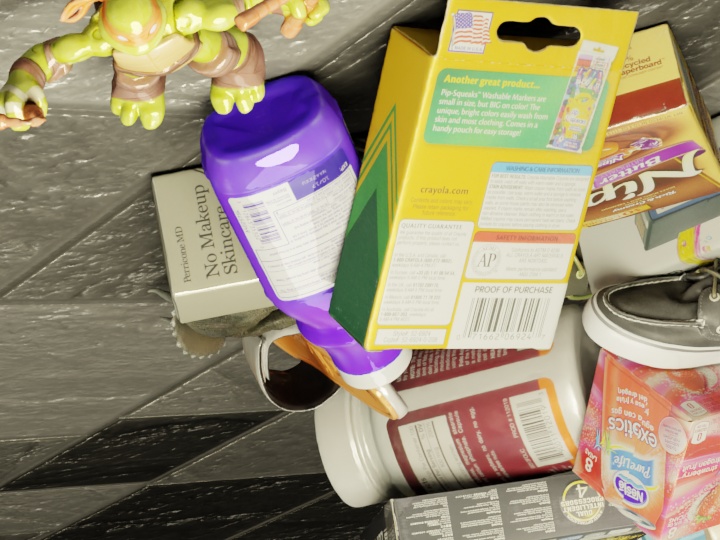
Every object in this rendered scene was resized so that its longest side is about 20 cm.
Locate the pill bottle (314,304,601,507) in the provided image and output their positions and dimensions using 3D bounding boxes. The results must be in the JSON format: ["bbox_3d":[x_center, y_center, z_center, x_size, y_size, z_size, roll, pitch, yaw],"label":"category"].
[{"bbox_3d":[0.076,0.101,1.603,0.198,0.115,0.114,-15,165,20],"label":"pill bottle"}]

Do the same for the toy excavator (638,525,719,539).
[{"bbox_3d":[0.235,0.155,1.655,0.099,0.196,0.200,-22,152,-2],"label":"toy excavator"}]

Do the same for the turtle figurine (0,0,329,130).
[{"bbox_3d":[-0.105,-0.106,1.065,0.198,0.065,0.161,-21,172,3],"label":"turtle figurine"}]

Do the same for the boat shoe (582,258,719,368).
[{"bbox_3d":[0.245,0.023,1.477,0.198,0.070,0.067,7,129,-9],"label":"boat shoe"}]

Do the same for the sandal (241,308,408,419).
[{"bbox_3d":[-0.043,0.066,1.574,0.059,0.079,0.206,-42,-150,-11],"label":"sandal"}]

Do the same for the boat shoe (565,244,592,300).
[{"bbox_3d":[0.137,-0.011,1.593,0.060,0.073,0.201,-22,169,37],"label":"boat shoe"}]

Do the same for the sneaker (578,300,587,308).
[{"bbox_3d":[0.195,0.062,1.735,0.200,0.085,0.075,-45,164,15],"label":"sneaker"}]

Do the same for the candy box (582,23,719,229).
[{"bbox_3d":[0.152,-0.081,1.374,0.116,0.057,0.200,-15,166,13],"label":"candy box"}]

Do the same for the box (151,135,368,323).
[{"bbox_3d":[-0.023,-0.030,1.378,0.198,0.083,0.068,-12,166,-5],"label":"box"}]

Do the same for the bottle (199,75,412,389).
[{"bbox_3d":[-0.022,-0.015,1.282,0.083,0.066,0.201,-24,131,2],"label":"bottle"}]

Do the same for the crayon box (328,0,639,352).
[{"bbox_3d":[0.066,-0.057,1.232,0.125,0.202,0.052,1,-156,-30],"label":"crayon box"}]

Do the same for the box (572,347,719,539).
[{"bbox_3d":[0.252,0.098,1.529,0.199,0.095,0.103,-13,126,-35],"label":"box"}]

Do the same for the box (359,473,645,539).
[{"bbox_3d":[0.108,0.182,1.612,0.198,0.050,0.161,-7,164,-11],"label":"box"}]

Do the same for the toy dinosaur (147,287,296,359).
[{"bbox_3d":[-0.086,0.015,1.505,0.101,0.078,0.200,-20,170,-7],"label":"toy dinosaur"}]

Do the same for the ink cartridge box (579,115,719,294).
[{"bbox_3d":[0.262,-0.047,1.522,0.199,0.088,0.145,-20,163,36],"label":"ink cartridge box"}]
